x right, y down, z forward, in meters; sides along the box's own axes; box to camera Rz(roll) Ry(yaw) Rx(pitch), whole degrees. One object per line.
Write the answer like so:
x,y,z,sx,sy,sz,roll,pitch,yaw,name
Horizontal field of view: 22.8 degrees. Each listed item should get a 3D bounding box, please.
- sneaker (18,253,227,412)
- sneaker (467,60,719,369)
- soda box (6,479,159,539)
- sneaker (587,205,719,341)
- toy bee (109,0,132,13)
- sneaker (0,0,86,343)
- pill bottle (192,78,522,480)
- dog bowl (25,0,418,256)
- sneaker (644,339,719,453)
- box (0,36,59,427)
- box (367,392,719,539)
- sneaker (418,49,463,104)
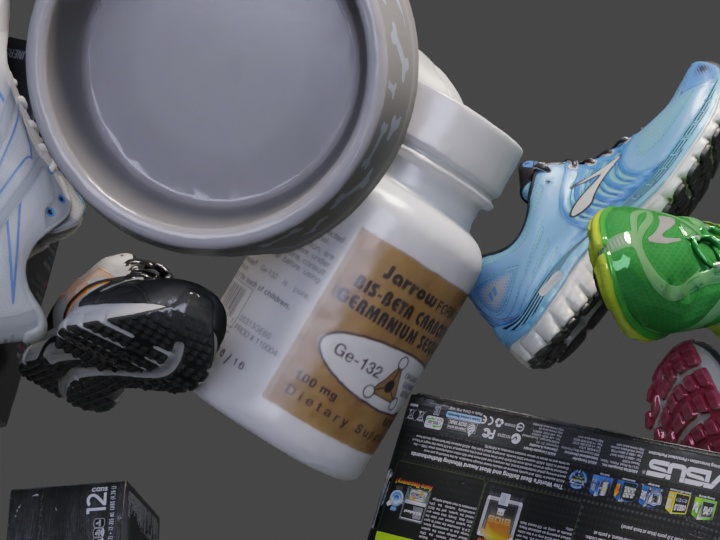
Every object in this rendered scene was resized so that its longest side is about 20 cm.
-0.124,0.021,0.945,0.073,0.200,0.080,33,68,-22,sneaker
0.131,-0.046,0.991,0.090,0.078,0.200,40,82,17,sneaker
-0.150,0.216,0.931,0.070,0.063,0.202,-6,62,12,soda box
0.192,-0.002,0.919,0.083,0.199,0.075,-32,59,41,sneaker
-0.111,-0.153,0.963,0.130,0.202,0.108,23,35,38,toy bee
-0.184,-0.054,0.927,0.086,0.075,0.202,5,79,-12,sneaker
0.000,0.000,0.956,0.114,0.114,0.201,31,90,12,pill bottle
-0.072,-0.101,0.871,0.198,0.059,0.202,0,95,4,dog bowl
0.224,0.123,0.945,0.074,0.081,0.201,-23,71,-32,sneaker
-0.240,-0.028,1.004,0.121,0.106,0.202,12,77,7,box
0.089,0.174,0.914,0.199,0.047,0.195,8,76,34,box
-0.023,-0.133,1.025,0.200,0.081,0.077,40,80,12,sneaker
